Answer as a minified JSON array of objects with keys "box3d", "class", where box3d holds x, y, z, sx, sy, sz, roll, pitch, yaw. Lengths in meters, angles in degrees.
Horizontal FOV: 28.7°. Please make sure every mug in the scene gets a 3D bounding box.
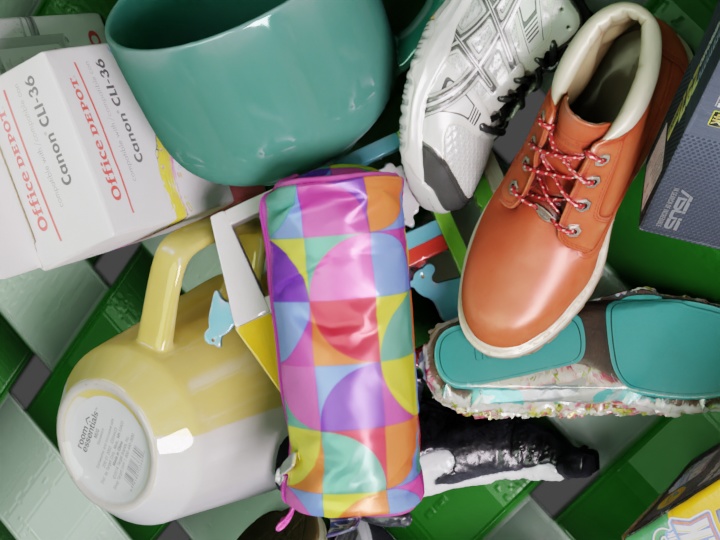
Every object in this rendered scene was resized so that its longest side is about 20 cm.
[{"box3d":[-0.117,0.072,0.899,0.149,0.153,0.188,-16,93,36],"class":"mug"},{"box3d":[-0.042,-0.120,0.805,0.184,0.152,0.115,2,132,34],"class":"mug"}]

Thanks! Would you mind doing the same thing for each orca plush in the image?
[{"box3d":[0.039,0.097,0.838,0.199,0.105,0.071,2,119,29],"class":"orca plush"}]

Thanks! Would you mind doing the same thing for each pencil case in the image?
[{"box3d":[-0.011,0.042,0.774,0.088,0.088,0.201,-1,93,31],"class":"pencil case"}]

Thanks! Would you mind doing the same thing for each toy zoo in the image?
[{"box3d":[0.000,0.000,0.829,0.199,0.020,0.132,-25,89,-1],"class":"toy zoo"}]

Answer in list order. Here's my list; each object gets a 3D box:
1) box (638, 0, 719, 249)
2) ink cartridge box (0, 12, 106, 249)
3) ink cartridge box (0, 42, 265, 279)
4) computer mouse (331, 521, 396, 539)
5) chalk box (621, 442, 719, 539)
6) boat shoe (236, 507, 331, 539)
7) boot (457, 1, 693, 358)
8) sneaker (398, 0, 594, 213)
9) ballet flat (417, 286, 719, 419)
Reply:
[{"box3d":[0.226,-0.070,0.628,0.157,0.051,0.200,13,150,1],"class":"box"},{"box3d":[-0.229,-0.083,0.902,0.082,0.200,0.147,-20,92,29],"class":"ink cartridge box"},{"box3d":[-0.155,-0.074,0.859,0.067,0.200,0.117,-21,92,33],"class":"ink cartridge box"},{"box3d":[0.020,0.224,0.875,0.044,0.200,0.110,11,117,-19],"class":"computer mouse"},{"box3d":[0.230,0.143,0.731,0.200,0.124,0.124,-42,80,33],"class":"chalk box"},{"box3d":[-0.041,0.195,0.899,0.066,0.072,0.201,41,164,-7],"class":"boat shoe"},{"box3d":[0.102,-0.047,0.729,0.075,0.107,0.201,29,95,17],"class":"boot"},{"box3d":[0.083,-0.123,0.765,0.087,0.076,0.201,18,101,20],"class":"sneaker"},{"box3d":[0.132,0.051,0.792,0.199,0.064,0.076,1,69,6],"class":"ballet flat"}]
